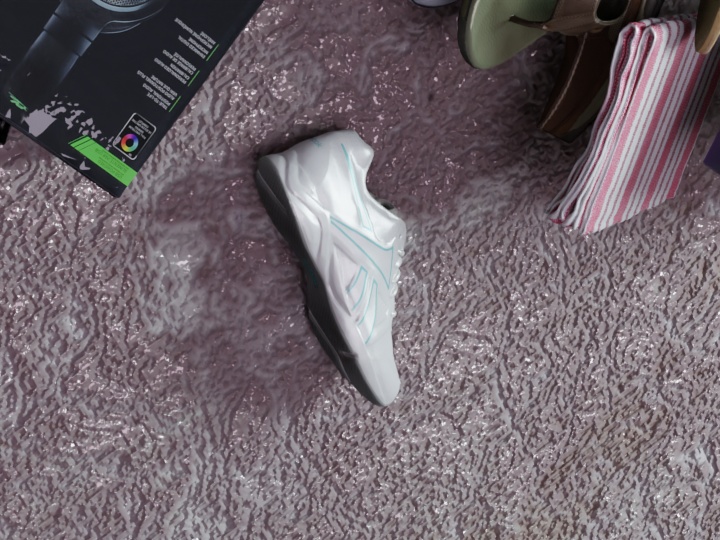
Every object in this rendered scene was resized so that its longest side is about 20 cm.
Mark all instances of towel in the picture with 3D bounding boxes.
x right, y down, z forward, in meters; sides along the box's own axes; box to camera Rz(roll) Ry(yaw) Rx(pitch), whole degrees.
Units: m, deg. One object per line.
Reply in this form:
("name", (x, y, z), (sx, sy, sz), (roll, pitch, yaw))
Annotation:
("towel", (0.194, -0.106, 1.452), (0.200, 0.030, 0.147), (-20, 133, -61))

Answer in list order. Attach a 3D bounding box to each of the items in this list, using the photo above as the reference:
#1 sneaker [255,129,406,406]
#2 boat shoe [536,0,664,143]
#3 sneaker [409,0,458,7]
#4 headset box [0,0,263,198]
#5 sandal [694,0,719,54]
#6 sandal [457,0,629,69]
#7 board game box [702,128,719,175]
("sneaker", (0.000, 0.000, 1.426), (0.080, 0.070, 0.201), (-29, 120, -19))
("boat shoe", (0.166, -0.184, 1.448), (0.074, 0.076, 0.201), (29, 92, -2))
("sneaker", (0.107, -0.241, 1.368), (0.199, 0.075, 0.088), (-33, 157, -13))
("headset box", (-0.168, -0.167, 1.257), (0.174, 0.093, 0.200), (37, 90, -33))
("sandal", (0.272, -0.223, 1.416), (0.069, 0.078, 0.213), (18, 57, -5))
("sandal", (0.150, -0.188, 1.360), (0.200, 0.057, 0.080), (-28, 135, -6))
("board game box", (0.334, -0.126, 1.470), (0.199, 0.057, 0.166), (4, 118, -53))
